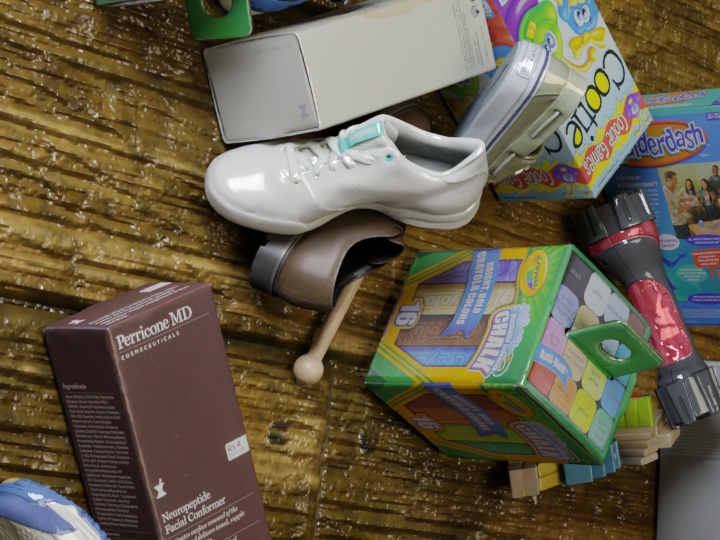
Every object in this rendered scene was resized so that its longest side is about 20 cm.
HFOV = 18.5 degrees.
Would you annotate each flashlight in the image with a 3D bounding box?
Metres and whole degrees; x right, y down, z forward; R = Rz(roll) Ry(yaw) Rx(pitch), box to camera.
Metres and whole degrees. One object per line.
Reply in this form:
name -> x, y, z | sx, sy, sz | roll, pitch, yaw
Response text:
flashlight -> 0.245, 0.033, 1.855 | 0.067, 0.068, 0.201 | -19, 84, -19

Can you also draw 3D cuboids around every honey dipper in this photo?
honey dipper -> 0.000, 0.000, 1.661 | 0.038, 0.038, 0.201 | 43, 62, -37

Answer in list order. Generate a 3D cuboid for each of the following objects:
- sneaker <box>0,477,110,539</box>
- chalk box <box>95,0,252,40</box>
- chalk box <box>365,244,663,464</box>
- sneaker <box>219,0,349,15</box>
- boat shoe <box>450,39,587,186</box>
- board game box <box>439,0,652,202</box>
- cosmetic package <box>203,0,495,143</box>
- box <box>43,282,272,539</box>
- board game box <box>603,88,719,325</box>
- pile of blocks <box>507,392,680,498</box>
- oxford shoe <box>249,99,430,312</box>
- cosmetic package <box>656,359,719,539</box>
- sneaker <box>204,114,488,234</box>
sneaker -> -0.191, 0.229, 1.424 | 0.088, 0.075, 0.201 | -45, 120, -37
chalk box -> -0.116, -0.253, 1.478 | 0.124, 0.124, 0.201 | -37, 116, -40
chalk box -> 0.129, 0.065, 1.663 | 0.124, 0.199, 0.124 | 43, 60, -37
sneaker -> -0.010, -0.251, 1.598 | 0.200, 0.111, 0.077 | -43, 119, -38
boat shoe -> 0.107, -0.099, 1.662 | 0.062, 0.200, 0.072 | 28, 61, -5
board game box -> 0.130, -0.164, 1.749 | 0.103, 0.105, 0.200 | -51, 123, -33
cosmetic package -> -0.005, -0.153, 1.608 | 0.200, 0.103, 0.074 | -22, 103, -46
box -> -0.133, 0.117, 1.490 | 0.100, 0.075, 0.201 | -25, 106, -43
board game box -> 0.284, -0.052, 1.876 | 0.045, 0.152, 0.201 | -32, 113, -42
pile of blocks -> 0.193, 0.131, 1.827 | 0.199, 0.082, 0.063 | -18, 102, -45
oxford shoe -> 0.006, -0.042, 1.620 | 0.200, 0.084, 0.073 | -55, 161, -28
cosmetic package -> 0.326, 0.182, 1.966 | 0.107, 0.090, 0.201 | 11, 84, -46
sneaker -> -0.009, -0.076, 1.545 | 0.199, 0.089, 0.076 | -1, 61, -10
